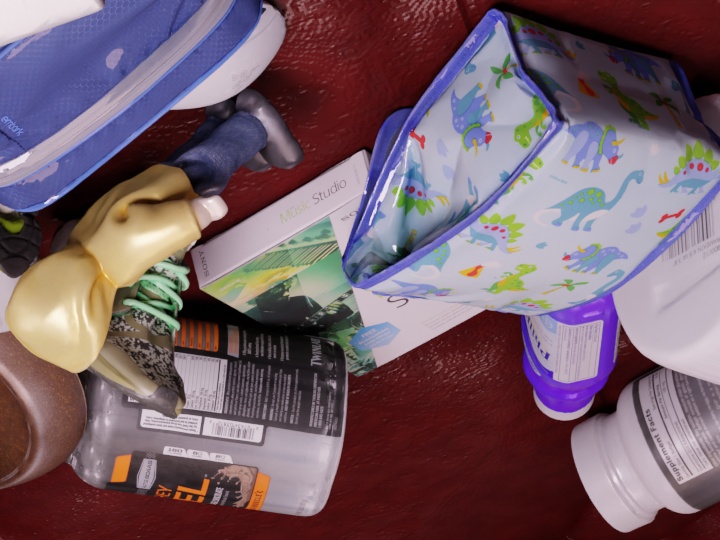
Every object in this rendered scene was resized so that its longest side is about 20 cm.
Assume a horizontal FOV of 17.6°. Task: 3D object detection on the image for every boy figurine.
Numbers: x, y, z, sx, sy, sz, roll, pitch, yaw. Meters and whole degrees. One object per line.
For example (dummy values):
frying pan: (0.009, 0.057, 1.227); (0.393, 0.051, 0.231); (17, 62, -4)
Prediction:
boy figurine: (-0.120, -0.024, 1.339); (0.065, 0.200, 0.124); (52, 152, -20)

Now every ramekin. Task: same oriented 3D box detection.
ramekin: (0.248, -0.019, 1.514); (0.097, 0.201, 0.201); (13, 139, -27)

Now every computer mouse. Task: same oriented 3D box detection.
computer mouse: (-0.135, -0.117, 1.319); (0.199, 0.044, 0.110); (-7, 147, -15)

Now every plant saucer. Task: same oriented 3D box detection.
plant saucer: (-0.273, 0.076, 1.479); (0.199, 0.035, 0.201); (10, 135, 11)

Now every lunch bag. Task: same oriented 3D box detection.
lunch bag: (0.104, -0.050, 1.458); (0.169, 0.128, 0.200); (10, 131, -37)
lunch bag: (-0.149, -0.139, 1.167); (0.200, 0.136, 0.132); (-38, 147, 1)

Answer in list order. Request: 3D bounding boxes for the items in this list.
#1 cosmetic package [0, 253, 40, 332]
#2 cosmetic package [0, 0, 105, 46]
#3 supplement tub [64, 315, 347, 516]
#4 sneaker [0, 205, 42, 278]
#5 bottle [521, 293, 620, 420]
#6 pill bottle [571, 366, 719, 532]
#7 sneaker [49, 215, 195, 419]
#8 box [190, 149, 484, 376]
cosmetic package: (-0.291, -0.005, 1.372); (0.199, 0.102, 0.074); (-13, 148, -7)
cosmetic package: (-0.233, -0.184, 1.001); (0.199, 0.167, 0.168); (-19, 123, 4)
supplement tub: (-0.114, 0.093, 1.564); (0.199, 0.123, 0.123); (9, 144, -8)
sneaker: (-0.252, -0.073, 1.264); (0.080, 0.074, 0.201); (-10, 123, 24)
bottle: (0.150, 0.040, 1.665); (0.065, 0.084, 0.200); (-13, 150, -6)
pill bottle: (0.272, 0.120, 1.817); (0.199, 0.116, 0.116); (-30, 147, 22)
sneaker: (-0.133, 0.007, 1.397); (0.077, 0.200, 0.089); (30, 111, -34)
box: (0.000, 0.000, 1.576); (0.144, 0.037, 0.200); (-30, 145, 22)
